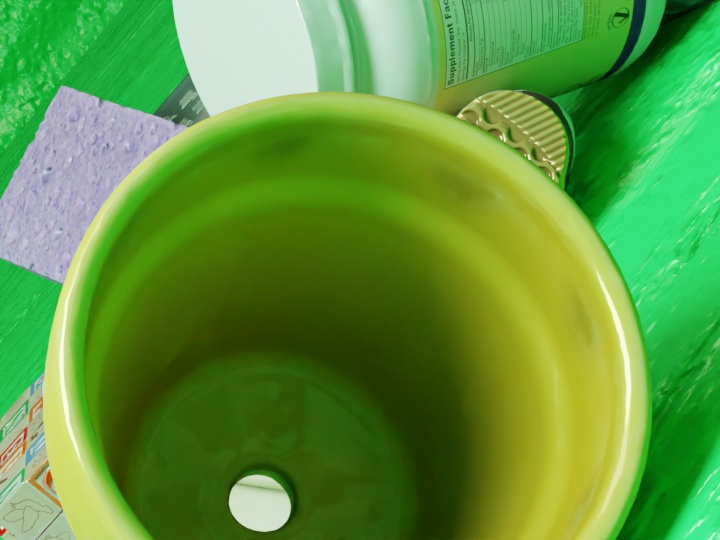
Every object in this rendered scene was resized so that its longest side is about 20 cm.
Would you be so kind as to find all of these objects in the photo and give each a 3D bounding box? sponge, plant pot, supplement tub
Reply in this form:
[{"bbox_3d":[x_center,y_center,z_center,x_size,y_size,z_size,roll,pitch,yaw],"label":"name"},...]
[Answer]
[{"bbox_3d":[-0.135,-0.036,1.427,0.200,0.030,0.112,21,82,48],"label":"sponge"},{"bbox_3d":[-0.019,0.063,0.895,0.201,0.201,0.189,-55,-1,-24],"label":"plant pot"},{"bbox_3d":[0.028,-0.134,1.167,0.200,0.145,0.145,-21,0,-28],"label":"supplement tub"}]

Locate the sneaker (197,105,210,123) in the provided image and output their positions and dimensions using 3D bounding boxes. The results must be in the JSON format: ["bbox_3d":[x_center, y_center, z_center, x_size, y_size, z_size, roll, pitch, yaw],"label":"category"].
[{"bbox_3d":[-0.004,-0.070,1.309,0.200,0.076,0.091,-9,-35,-37],"label":"sneaker"}]

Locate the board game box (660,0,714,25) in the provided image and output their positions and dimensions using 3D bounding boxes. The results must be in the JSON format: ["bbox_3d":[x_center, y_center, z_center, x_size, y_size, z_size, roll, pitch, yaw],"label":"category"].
[{"bbox_3d":[0.163,-0.195,1.191,0.200,0.028,0.135,160,114,-64],"label":"board game box"}]

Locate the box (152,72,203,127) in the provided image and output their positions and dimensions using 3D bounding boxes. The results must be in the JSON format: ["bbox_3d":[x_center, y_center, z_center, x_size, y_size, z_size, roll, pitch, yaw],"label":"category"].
[{"bbox_3d":[-0.096,-0.067,1.593,0.200,0.046,0.159,-54,-14,-41],"label":"box"}]

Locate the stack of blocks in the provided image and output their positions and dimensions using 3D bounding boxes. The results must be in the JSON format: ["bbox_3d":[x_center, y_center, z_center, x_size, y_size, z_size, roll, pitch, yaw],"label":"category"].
[{"bbox_3d":[-0.179,0.115,1.501,0.115,0.059,0.200,-48,14,5],"label":"stack of blocks"}]

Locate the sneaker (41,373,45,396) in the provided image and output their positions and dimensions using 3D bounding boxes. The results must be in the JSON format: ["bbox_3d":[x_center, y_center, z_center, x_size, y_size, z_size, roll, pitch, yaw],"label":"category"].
[{"bbox_3d":[-0.077,0.050,1.292,0.200,0.070,0.109,-38,42,17],"label":"sneaker"}]

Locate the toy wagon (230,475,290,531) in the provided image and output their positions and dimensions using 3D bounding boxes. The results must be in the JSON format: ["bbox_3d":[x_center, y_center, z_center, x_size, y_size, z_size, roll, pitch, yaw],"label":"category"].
[{"bbox_3d":[-0.037,0.079,1.066,0.155,0.040,0.200,4,80,42],"label":"toy wagon"}]

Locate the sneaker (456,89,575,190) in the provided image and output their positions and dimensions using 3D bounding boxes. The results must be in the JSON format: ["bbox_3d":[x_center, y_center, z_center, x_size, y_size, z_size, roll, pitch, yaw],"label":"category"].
[{"bbox_3d":[0.032,0.007,1.135,0.200,0.075,0.090,-50,-8,9],"label":"sneaker"}]
